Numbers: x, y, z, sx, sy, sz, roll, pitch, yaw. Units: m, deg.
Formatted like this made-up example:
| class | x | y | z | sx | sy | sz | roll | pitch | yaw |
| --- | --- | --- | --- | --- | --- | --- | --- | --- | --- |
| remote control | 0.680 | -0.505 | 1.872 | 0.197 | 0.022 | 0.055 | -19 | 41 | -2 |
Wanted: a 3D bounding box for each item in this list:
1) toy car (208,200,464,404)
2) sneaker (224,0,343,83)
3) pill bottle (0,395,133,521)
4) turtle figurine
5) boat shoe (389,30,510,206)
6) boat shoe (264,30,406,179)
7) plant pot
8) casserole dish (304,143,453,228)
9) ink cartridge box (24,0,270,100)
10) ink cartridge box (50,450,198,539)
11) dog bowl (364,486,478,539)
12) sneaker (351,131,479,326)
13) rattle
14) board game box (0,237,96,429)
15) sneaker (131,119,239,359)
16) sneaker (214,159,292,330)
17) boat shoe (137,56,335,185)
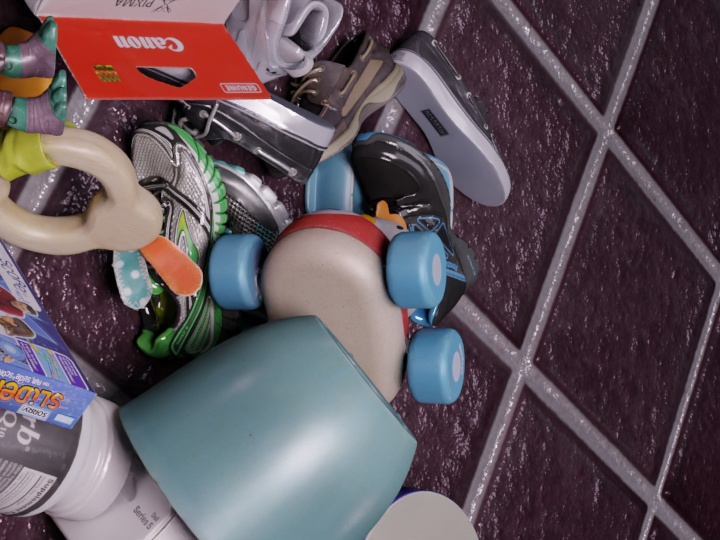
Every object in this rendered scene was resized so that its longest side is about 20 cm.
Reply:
| class | x | y | z | sx | sy | sz | roll | pitch | yaw |
| --- | --- | --- | --- | --- | --- | --- | --- | --- | --- |
| toy car | 0.000 | 0.000 | 1.396 | 0.200 | 0.183 | 0.178 | -65 | 148 | -52 |
| sneaker | -0.070 | -0.249 | 1.437 | 0.075 | 0.115 | 0.201 | 19 | 74 | -46 |
| pill bottle | -0.267 | 0.112 | 1.204 | 0.200 | 0.116 | 0.117 | 26 | 69 | -44 |
| turtle figurine | -0.309 | -0.136 | 1.169 | 0.199 | 0.101 | 0.150 | -2 | 66 | -20 |
| boat shoe | 0.095 | -0.153 | 1.658 | 0.200 | 0.070 | 0.066 | 50 | 56 | -25 |
| boat shoe | -0.035 | -0.152 | 1.516 | 0.073 | 0.074 | 0.200 | 57 | 42 | -15 |
| plant pot | -0.056 | 0.131 | 1.259 | 0.161 | 0.201 | 0.201 | -39 | 123 | -1 |
| casserole dish | 0.028 | -0.063 | 1.596 | 0.199 | 0.039 | 0.122 | 6 | 84 | -47 |
| ink cartridge box | -0.170 | -0.211 | 1.311 | 0.199 | 0.044 | 0.174 | -7 | 55 | -48 |
| ink cartridge box | -0.138 | 0.238 | 1.309 | 0.084 | 0.145 | 0.200 | -45 | 123 | -8 |
| dog bowl | 0.027 | 0.300 | 1.550 | 0.200 | 0.079 | 0.201 | 2 | 87 | -48 |
| sneaker | 0.045 | -0.038 | 1.531 | 0.082 | 0.073 | 0.200 | -55 | 126 | -34 |
| rattle | -0.210 | -0.073 | 1.302 | 0.200 | 0.143 | 0.130 | 25 | 115 | -36 |
| board game box | -0.276 | 0.020 | 1.151 | 0.135 | 0.200 | 0.035 | 25 | 108 | -44 |
| sneaker | -0.155 | -0.023 | 1.362 | 0.085 | 0.078 | 0.201 | -18 | 103 | -46 |
| sneaker | -0.097 | -0.002 | 1.431 | 0.091 | 0.077 | 0.200 | -48 | 121 | -33 |
| boat shoe | -0.122 | -0.132 | 1.388 | 0.199 | 0.074 | 0.068 | 24 | 101 | -21 |
